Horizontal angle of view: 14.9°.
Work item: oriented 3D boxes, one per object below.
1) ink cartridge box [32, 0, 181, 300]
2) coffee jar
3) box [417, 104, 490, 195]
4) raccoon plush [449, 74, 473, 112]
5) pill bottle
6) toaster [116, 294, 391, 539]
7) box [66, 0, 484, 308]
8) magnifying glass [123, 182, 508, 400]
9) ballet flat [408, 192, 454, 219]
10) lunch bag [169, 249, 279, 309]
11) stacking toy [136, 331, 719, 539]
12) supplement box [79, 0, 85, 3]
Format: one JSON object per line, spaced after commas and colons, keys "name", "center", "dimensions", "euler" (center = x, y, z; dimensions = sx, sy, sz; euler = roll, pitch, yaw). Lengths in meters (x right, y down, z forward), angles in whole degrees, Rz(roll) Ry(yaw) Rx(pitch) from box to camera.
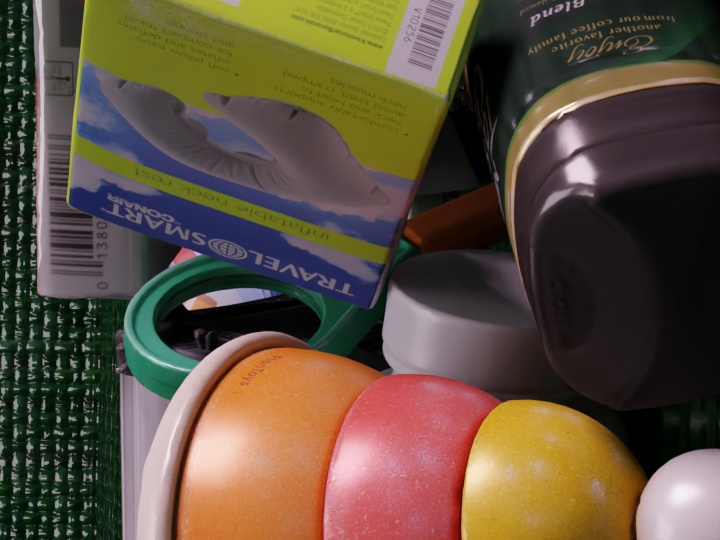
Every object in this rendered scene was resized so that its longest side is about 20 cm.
{"name": "ink cartridge box", "center": [-0.092, -0.091, 1.129], "dimensions": [0.200, 0.050, 0.164], "euler": [-74, -15, -75]}
{"name": "coffee jar", "center": [0.079, -0.052, 0.879], "dimensions": [0.201, 0.085, 0.105], "euler": [-103, 1, -51]}
{"name": "box", "center": [-0.006, -0.150, 1.182], "dimensions": [0.184, 0.104, 0.202], "euler": [57, -149, -73]}
{"name": "raccoon plush", "center": [0.014, -0.117, 0.987], "dimensions": [0.097, 0.199, 0.134], "euler": [51, 160, 23]}
{"name": "pill bottle", "center": [0.041, 0.100, 1.012], "dimensions": [0.111, 0.110, 0.202], "euler": [-117, 30, -68]}
{"name": "toaster", "center": [-0.022, 0.078, 1.118], "dimensions": [0.113, 0.199, 0.130], "euler": [10, 102, 38]}
{"name": "box", "center": [-0.035, -0.052, 0.927], "dimensions": [0.200, 0.121, 0.048], "euler": [109, -179, -66]}
{"name": "magnifying glass", "center": [0.000, 0.000, 1.042], "dimensions": [0.079, 0.199, 0.023], "euler": [36, 138, 43]}
{"name": "ballet flat", "center": [0.016, -0.041, 1.294], "dimensions": [0.074, 0.074, 0.201], "euler": [113, 153, -63]}
{"name": "lunch bag", "center": [-0.030, -0.022, 1.365], "dimensions": [0.160, 0.075, 0.201], "euler": [38, -141, -46]}
{"name": "stacking toy", "center": [0.042, 0.087, 0.858], "dimensions": [0.146, 0.199, 0.147], "euler": [15, -108, -58]}
{"name": "supplement box", "center": [-0.108, -0.220, 1.006], "dimensions": [0.200, 0.196, 0.134], "euler": [-46, -33, -42]}
